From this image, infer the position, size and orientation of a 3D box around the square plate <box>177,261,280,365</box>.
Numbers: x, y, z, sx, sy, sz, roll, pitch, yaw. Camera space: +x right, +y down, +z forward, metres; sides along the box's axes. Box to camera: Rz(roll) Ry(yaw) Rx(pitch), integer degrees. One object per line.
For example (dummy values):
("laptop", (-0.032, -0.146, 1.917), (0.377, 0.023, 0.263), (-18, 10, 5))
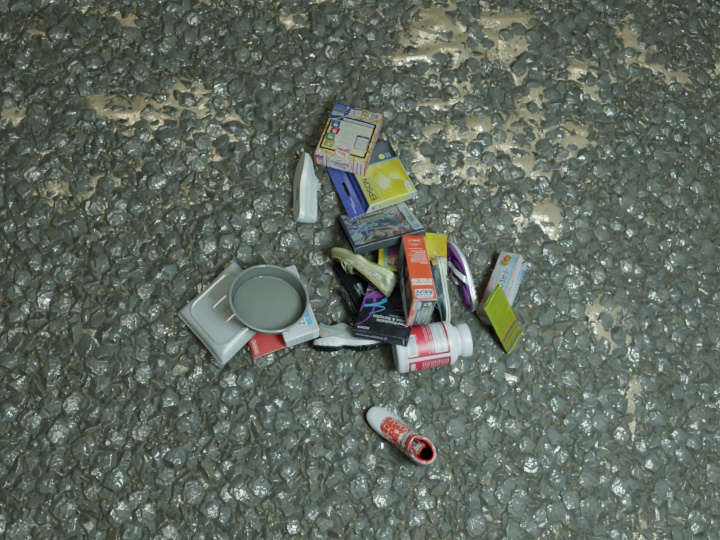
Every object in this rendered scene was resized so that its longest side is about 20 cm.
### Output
("square plate", (-0.336, 0.100, 1.465), (0.200, 0.029, 0.198), (-44, 68, -12))

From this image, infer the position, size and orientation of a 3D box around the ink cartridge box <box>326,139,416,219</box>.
("ink cartridge box", (0.027, -0.261, 1.631), (0.197, 0.047, 0.200), (-18, 65, -15))

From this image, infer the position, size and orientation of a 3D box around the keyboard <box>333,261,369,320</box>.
("keyboard", (-0.016, 0.062, 1.566), (0.103, 0.040, 0.202), (-21, 76, -38))

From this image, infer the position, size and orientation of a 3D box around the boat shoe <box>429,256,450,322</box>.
("boat shoe", (0.203, 0.063, 1.550), (0.061, 0.075, 0.203), (-10, 107, 2))

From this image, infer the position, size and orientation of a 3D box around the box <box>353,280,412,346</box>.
("box", (0.073, 0.098, 1.501), (0.140, 0.036, 0.202), (8, 49, 13))

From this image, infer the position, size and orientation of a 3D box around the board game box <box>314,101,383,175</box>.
("board game box", (-0.031, -0.374, 1.641), (0.149, 0.047, 0.202), (15, 61, 6))

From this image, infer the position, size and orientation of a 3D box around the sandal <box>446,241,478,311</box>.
("sandal", (0.268, 0.016, 1.590), (0.049, 0.083, 0.206), (-17, 79, -17))

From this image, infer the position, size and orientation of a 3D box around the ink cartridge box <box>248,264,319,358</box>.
("ink cartridge box", (-0.218, 0.102, 1.485), (0.174, 0.045, 0.202), (-18, 63, -14))

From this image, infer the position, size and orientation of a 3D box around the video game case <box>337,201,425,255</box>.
("video game case", (0.053, -0.120, 1.562), (0.197, 0.026, 0.182), (-15, 36, -9))

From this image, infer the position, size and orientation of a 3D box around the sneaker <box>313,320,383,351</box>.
("sneaker", (-0.024, 0.167, 1.509), (0.196, 0.074, 0.081), (3, 69, -8))

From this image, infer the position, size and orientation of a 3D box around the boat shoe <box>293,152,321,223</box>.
("boat shoe", (-0.143, -0.227, 1.606), (0.068, 0.072, 0.203), (10, 65, -28))

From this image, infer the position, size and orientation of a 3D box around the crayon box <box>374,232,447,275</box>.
("crayon box", (0.139, -0.043, 1.600), (0.196, 0.058, 0.121), (5, 73, -7))

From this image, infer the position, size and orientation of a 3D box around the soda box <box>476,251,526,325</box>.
("soda box", (0.389, 0.052, 1.597), (0.063, 0.068, 0.202), (12, 68, 38))

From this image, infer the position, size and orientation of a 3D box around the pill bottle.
("pill bottle", (0.183, 0.194, 1.502), (0.196, 0.112, 0.114), (-9, 76, -5))

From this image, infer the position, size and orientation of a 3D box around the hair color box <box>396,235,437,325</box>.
("hair color box", (0.137, 0.024, 1.458), (0.063, 0.112, 0.202), (-1, 52, -9))

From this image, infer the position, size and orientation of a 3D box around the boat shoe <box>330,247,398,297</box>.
("boat shoe", (0.001, 0.001, 1.520), (0.198, 0.073, 0.064), (26, 80, 11))

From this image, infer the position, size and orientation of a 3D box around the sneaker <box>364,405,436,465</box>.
("sneaker", (0.103, 0.405, 1.441), (0.201, 0.108, 0.067), (41, 72, 4))

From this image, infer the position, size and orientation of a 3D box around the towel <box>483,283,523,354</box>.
("towel", (0.381, 0.131, 1.540), (0.087, 0.018, 0.201), (-54, 131, -25))

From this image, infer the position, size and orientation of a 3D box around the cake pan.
("cake pan", (-0.226, 0.075, 1.431), (0.197, 0.037, 0.203), (9, 50, -11))
